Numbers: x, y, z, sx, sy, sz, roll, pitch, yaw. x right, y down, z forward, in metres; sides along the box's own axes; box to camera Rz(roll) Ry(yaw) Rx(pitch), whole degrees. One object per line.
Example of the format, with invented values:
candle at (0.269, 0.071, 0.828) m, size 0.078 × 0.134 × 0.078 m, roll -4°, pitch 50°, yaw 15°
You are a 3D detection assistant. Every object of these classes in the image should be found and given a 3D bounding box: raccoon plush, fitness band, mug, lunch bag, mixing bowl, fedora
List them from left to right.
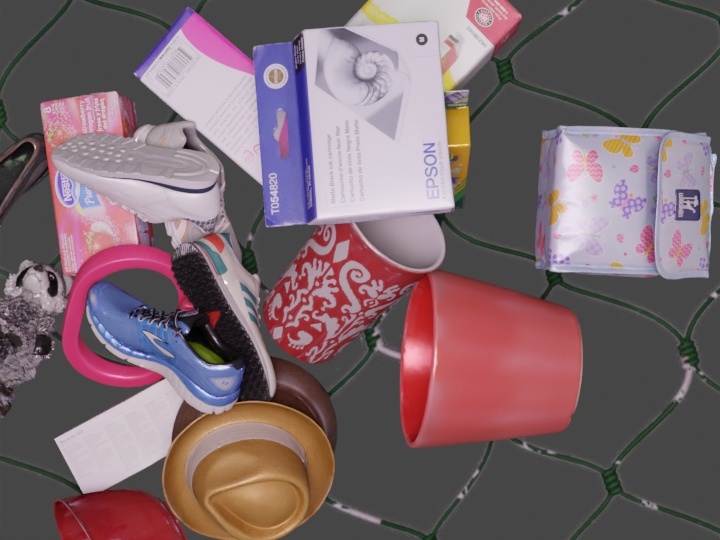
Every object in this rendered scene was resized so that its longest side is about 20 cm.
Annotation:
raccoon plush at (-0.416, 0.076, 1.469) m, size 0.096 × 0.135 × 0.200 m, roll 35°, pitch 124°, yaw -14°
fitness band at (-0.267, 0.054, 1.421) m, size 0.142 × 0.038 × 0.201 m, roll 12°, pitch 128°, yaw -14°
mixing bowl at (-0.258, 0.329, 1.410) m, size 0.108 × 0.200 × 0.202 m, roll -24°, pitch 89°, yaw -26°
fedora at (-0.119, 0.241, 1.370) m, size 0.198 × 0.082 × 0.203 m, roll -6°, pitch 115°, yaw -12°
mug at (0.001, 0.009, 1.394) m, size 0.200 × 0.176 × 0.135 m, roll -47°, pitch 49°, yaw 36°
lunch bag at (0.308, -0.078, 1.413) m, size 0.197 × 0.127 × 0.172 m, roll 4°, pitch 92°, yaw -5°

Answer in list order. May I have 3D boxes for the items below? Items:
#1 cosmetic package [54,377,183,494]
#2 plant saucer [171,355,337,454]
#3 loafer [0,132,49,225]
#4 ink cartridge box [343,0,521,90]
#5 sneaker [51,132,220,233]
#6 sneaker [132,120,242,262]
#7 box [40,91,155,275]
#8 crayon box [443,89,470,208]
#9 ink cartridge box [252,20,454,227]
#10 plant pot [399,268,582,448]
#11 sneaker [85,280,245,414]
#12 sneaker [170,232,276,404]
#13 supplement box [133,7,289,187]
cosmetic package at (-0.253, 0.184, 1.462) m, size 0.198 × 0.051 × 0.083 m, roll -28°, pitch 94°, yaw 1°
plant saucer at (-0.119, 0.200, 1.435) m, size 0.198 × 0.034 × 0.203 m, roll -3°, pitch 103°, yaw -14°
loafer at (-0.443, -0.088, 1.460) m, size 0.072 × 0.063 × 0.200 m, roll 43°, pitch 91°, yaw 1°
ink cartridge box at (0.067, -0.265, 1.437) m, size 0.145 × 0.083 × 0.200 m, roll 44°, pitch 91°, yaw 1°
sneaker at (-0.248, -0.094, 1.355) m, size 0.198 × 0.077 × 0.081 m, roll 15°, pitch 132°, yaw 14°
sneaker at (-0.183, -0.080, 1.412) m, size 0.091 × 0.076 × 0.201 m, roll -10°, pitch 119°, yaw 40°
box at (-0.303, -0.099, 1.439) m, size 0.094 × 0.100 × 0.203 m, roll -8°, pitch 91°, yaw 1°
crayon box at (0.057, -0.128, 1.377) m, size 0.124 × 0.200 × 0.052 m, roll -2°, pitch 68°, yaw 2°
ink cartridge box at (-0.009, -0.151, 1.269) m, size 0.197 × 0.041 × 0.202 m, roll -6°, pitch 83°, yaw 1°
plant pot at (0.146, 0.105, 1.395) m, size 0.175 × 0.200 × 0.203 m, roll 5°, pitch 90°, yaw -9°
sneaker at (-0.205, 0.065, 1.335) m, size 0.199 × 0.079 × 0.090 m, roll 32°, pitch 122°, yaw 3°
sneaker at (-0.132, 0.048, 1.388) m, size 0.070 × 0.093 × 0.202 m, roll -24°, pitch 94°, yaw 39°
supplement box at (-0.149, -0.194, 1.434) m, size 0.200 × 0.103 × 0.101 m, roll 41°, pitch 90°, yaw 2°
